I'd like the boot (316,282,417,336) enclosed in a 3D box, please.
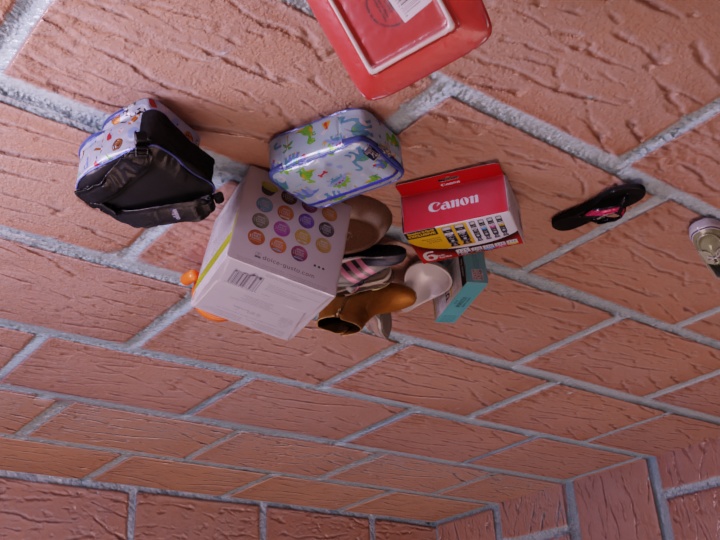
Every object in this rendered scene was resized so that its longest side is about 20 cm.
[{"bbox_3d":[0.014,0.087,1.886,0.201,0.144,0.071,-2,116,7],"label":"boot"}]

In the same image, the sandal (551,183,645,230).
[{"bbox_3d":[0.454,-0.107,1.730,0.075,0.045,0.200,22,144,-39],"label":"sandal"}]

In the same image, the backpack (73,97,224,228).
[{"bbox_3d":[-0.343,-0.162,1.419,0.190,0.154,0.200,-23,142,19],"label":"backpack"}]

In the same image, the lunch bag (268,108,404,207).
[{"bbox_3d":[-0.037,-0.179,1.499,0.200,0.083,0.161,-16,153,25],"label":"lunch bag"}]

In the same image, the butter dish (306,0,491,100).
[{"bbox_3d":[0.056,-0.346,1.130,0.199,0.148,0.200,-22,106,34],"label":"butter dish"}]

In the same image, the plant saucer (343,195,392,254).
[{"bbox_3d":[-0.037,-0.078,1.742,0.200,0.037,0.201,-3,152,-2],"label":"plant saucer"}]

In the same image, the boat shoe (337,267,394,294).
[{"bbox_3d":[-0.029,0.018,1.894,0.199,0.072,0.060,-9,158,11],"label":"boat shoe"}]

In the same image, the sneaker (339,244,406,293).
[{"bbox_3d":[0.000,0.000,1.827,0.199,0.070,0.082,-9,111,13],"label":"sneaker"}]

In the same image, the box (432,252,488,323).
[{"bbox_3d":[0.207,0.034,1.938,0.049,0.083,0.200,3,152,-16],"label":"box"}]

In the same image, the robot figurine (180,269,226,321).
[{"bbox_3d":[-0.276,0.030,1.839,0.144,0.117,0.200,-20,163,-32],"label":"robot figurine"}]

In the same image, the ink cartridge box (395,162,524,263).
[{"bbox_3d":[0.181,-0.102,1.668,0.199,0.084,0.176,-12,151,18],"label":"ink cartridge box"}]

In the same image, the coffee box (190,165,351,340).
[{"bbox_3d":[-0.157,-0.027,1.614,0.199,0.198,0.200,22,145,-17],"label":"coffee box"}]

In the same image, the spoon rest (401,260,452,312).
[{"bbox_3d":[0.123,0.038,1.946,0.099,0.061,0.200,26,147,-11],"label":"spoon rest"}]

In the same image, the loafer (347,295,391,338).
[{"bbox_3d":[0.022,0.086,2.048,0.063,0.072,0.200,6,150,20],"label":"loafer"}]

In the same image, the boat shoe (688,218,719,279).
[{"bbox_3d":[0.726,-0.044,1.867,0.072,0.062,0.200,-19,148,28],"label":"boat shoe"}]
